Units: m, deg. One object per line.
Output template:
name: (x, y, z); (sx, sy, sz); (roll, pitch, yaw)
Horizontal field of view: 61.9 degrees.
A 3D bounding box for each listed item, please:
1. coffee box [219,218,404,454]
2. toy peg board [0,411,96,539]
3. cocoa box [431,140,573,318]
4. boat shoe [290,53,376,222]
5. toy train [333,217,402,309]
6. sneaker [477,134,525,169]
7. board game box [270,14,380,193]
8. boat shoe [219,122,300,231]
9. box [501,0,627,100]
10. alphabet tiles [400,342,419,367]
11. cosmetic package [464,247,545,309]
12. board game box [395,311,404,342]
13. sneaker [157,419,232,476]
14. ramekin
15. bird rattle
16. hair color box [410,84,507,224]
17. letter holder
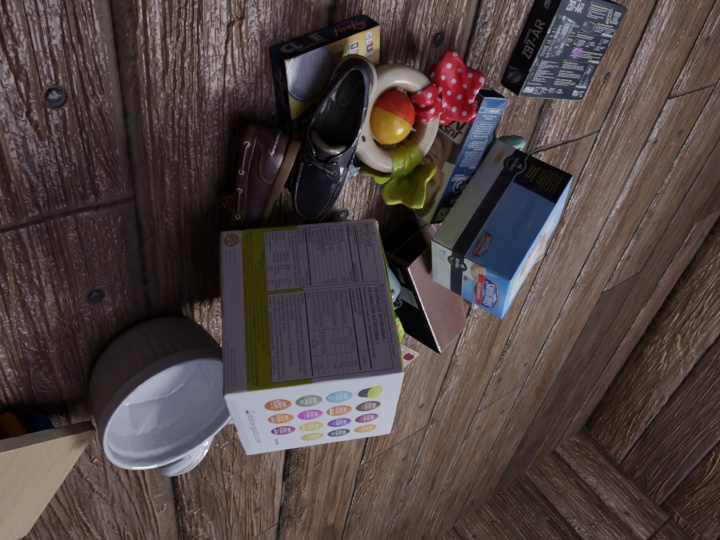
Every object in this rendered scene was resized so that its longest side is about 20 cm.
coffee box: (-0.062, 0.084, 0.740); (0.192, 0.204, 0.202); (-6, 148, -6)
toy peg board: (-0.467, 0.248, 0.725); (0.201, 0.098, 0.198); (-52, 162, 11)
cocoa box: (0.210, -0.061, 0.903); (0.202, 0.129, 0.134); (-54, 159, -19)
boat shoe: (-0.037, -0.146, 0.692); (0.065, 0.071, 0.204); (-69, -176, -70)
toy train: (0.000, 0.000, 0.920); (0.086, 0.113, 0.201); (-51, 148, -10)
sneaker: (0.212, -0.213, 0.968); (0.116, 0.074, 0.202); (-31, 154, -9)
board game box: (-0.037, -0.196, 0.752); (0.134, 0.035, 0.203); (-29, 143, -24)
boat shoe: (-0.136, -0.091, 0.735); (0.069, 0.071, 0.202); (19, 128, -13)
box: (0.330, -0.362, 0.970); (0.197, 0.044, 0.163); (-12, 134, -40)
alphabet tiles: (-0.008, 0.172, 1.125); (0.167, 0.008, 0.198); (-43, 130, 20)
cosmetic package: (0.267, -0.026, 1.205); (0.197, 0.105, 0.072); (-32, 147, -16)
board game box: (0.037, 0.109, 1.144); (0.100, 0.048, 0.203); (-19, 138, -34)
sneaker: (-0.263, 0.235, 0.949); (0.200, 0.075, 0.099); (-47, 128, 3)
ramekin: (-0.266, 0.158, 0.815); (0.197, 0.105, 0.203); (-28, 143, -23)
bird rattle: (0.061, -0.187, 0.755); (0.160, 0.113, 0.203); (18, 110, -35)
hair color box: (0.125, -0.181, 0.886); (0.060, 0.100, 0.203); (-11, 133, -41)
letter holder: (0.124, 0.011, 1.033); (0.141, 0.100, 0.203); (-40, 129, -20)
